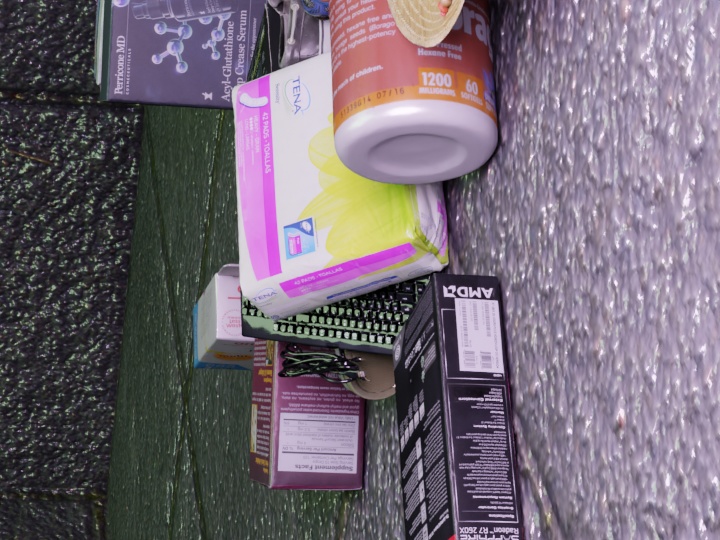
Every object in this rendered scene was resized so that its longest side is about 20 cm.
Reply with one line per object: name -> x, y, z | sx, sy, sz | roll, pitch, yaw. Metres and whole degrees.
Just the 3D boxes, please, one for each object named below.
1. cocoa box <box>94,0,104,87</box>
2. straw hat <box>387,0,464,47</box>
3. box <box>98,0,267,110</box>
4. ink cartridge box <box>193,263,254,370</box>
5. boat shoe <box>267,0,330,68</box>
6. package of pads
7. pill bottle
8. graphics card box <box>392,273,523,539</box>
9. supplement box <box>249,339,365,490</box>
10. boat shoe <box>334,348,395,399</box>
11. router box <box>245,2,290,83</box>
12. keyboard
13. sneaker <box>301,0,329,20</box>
cocoa box -> -0.221, -0.287, 2.272 | 0.131, 0.200, 0.134 | -133, 47, -74
straw hat -> 0.078, -0.231, 1.164 | 0.201, 0.085, 0.201 | 178, 90, -74
box -> -0.195, -0.262, 2.150 | 0.107, 0.200, 0.149 | -157, 70, -77
ink cartridge box -> -0.095, 0.049, 1.824 | 0.200, 0.115, 0.068 | 132, 138, -72
boat shoe -> -0.059, -0.282, 1.846 | 0.071, 0.064, 0.200 | 111, 158, -56
package of pads -> -0.015, -0.075, 1.413 | 0.068, 0.154, 0.200 | 44, -146, -52
pill bottle -> 0.034, -0.170, 1.287 | 0.112, 0.112, 0.200 | 121, 149, -65
graphics card box -> 0.062, 0.116, 1.246 | 0.125, 0.051, 0.200 | 114, 154, -61
supplement box -> -0.046, 0.093, 1.663 | 0.110, 0.086, 0.200 | 166, 106, -77
boat shoe -> 0.000, 0.000, 1.497 | 0.068, 0.075, 0.200 | -161, 72, -71
router box -> -0.080, -0.156, 1.923 | 0.200, 0.062, 0.150 | 111, 159, -55
keyboard -> -0.026, 0.041, 1.444 | 0.200, 0.040, 0.104 | 4, 104, 42
sneaker -> -0.048, -0.325, 1.790 | 0.078, 0.075, 0.200 | 106, 164, -57
